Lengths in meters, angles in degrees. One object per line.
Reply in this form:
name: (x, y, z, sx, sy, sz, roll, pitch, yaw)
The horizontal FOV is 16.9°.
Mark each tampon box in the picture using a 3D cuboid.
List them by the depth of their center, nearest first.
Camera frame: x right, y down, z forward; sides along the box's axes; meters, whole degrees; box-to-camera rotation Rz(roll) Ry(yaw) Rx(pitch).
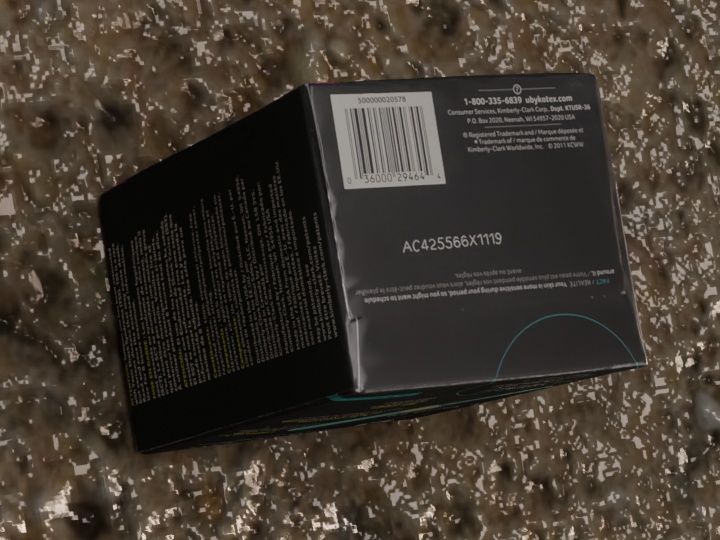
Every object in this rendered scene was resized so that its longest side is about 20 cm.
tampon box: (0.000, 0.000, 1.056, 0.149, 0.200, 0.127, -5, 82, -32)
